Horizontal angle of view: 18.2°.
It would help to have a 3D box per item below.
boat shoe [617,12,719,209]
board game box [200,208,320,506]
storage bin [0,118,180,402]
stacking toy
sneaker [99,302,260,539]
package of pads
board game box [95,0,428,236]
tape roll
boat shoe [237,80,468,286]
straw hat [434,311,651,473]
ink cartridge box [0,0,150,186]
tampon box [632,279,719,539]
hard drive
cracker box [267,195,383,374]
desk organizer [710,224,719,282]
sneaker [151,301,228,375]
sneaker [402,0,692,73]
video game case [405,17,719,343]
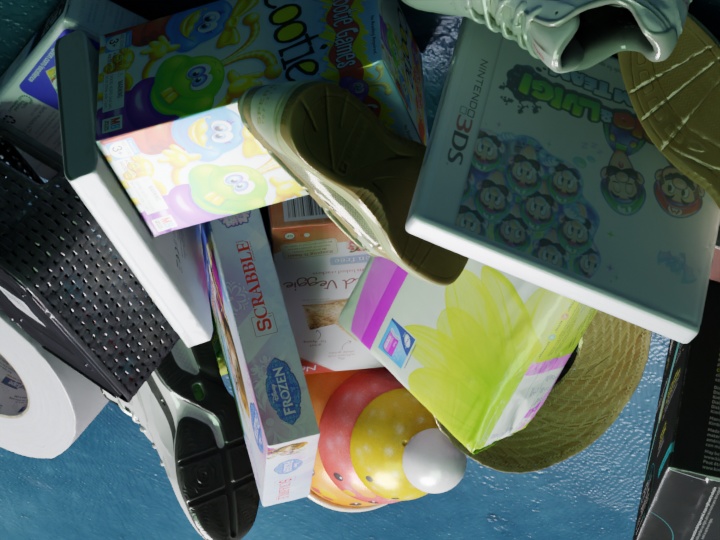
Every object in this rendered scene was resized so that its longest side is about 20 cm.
[{"bbox_3d":[0.238,-0.088,1.446,0.074,0.069,0.201,-34,89,23],"label":"boat shoe"},{"bbox_3d":[-0.077,0.056,1.664,0.041,0.201,0.200,-14,163,-8],"label":"board game box"},{"bbox_3d":[-0.221,-0.006,1.650,0.135,0.094,0.200,30,165,35],"label":"storage bin"},{"bbox_3d":[0.026,0.133,1.759,0.146,0.147,0.200,30,175,-20],"label":"stacking toy"},{"bbox_3d":[-0.146,0.122,1.796,0.115,0.075,0.202,-11,96,60],"label":"sneaker"},{"bbox_3d":[0.086,0.008,1.537,0.154,0.068,0.201,43,126,24],"label":"package of pads"},{"bbox_3d":[-0.065,-0.115,1.492,0.198,0.105,0.103,-15,138,12],"label":"board game box"},{"bbox_3d":[-0.302,0.064,1.880,0.199,0.066,0.201,25,144,19],"label":"tape roll"},{"bbox_3d":[0.001,-0.057,1.440,0.063,0.074,0.200,13,163,46],"label":"boat shoe"},{"bbox_3d":[0.117,0.049,1.707,0.201,0.201,0.085,46,176,-37],"label":"straw hat"},{"bbox_3d":[-0.165,-0.107,1.645,0.199,0.044,0.198,28,145,-19],"label":"ink cartridge box"},{"bbox_3d":[0.282,0.104,1.620,0.125,0.201,0.150,13,148,4],"label":"tampon box"},{"bbox_3d":[-0.156,-0.055,1.561,0.026,0.133,0.200,-19,140,10],"label":"hard drive"},{"bbox_3d":[0.000,0.000,1.686,0.133,0.058,0.201,-5,146,-3],"label":"cracker box"},{"bbox_3d":[0.260,-0.033,1.543,0.198,0.072,0.077,18,164,7],"label":"desk organizer"},{"bbox_3d":[-0.152,0.049,1.860,0.199,0.074,0.084,-17,105,47],"label":"sneaker"},{"bbox_3d":[0.109,-0.169,1.389,0.198,0.100,0.078,3,145,18],"label":"sneaker"},{"bbox_3d":[0.141,-0.066,1.450,0.199,0.183,0.024,22,147,-8],"label":"video game case"}]
